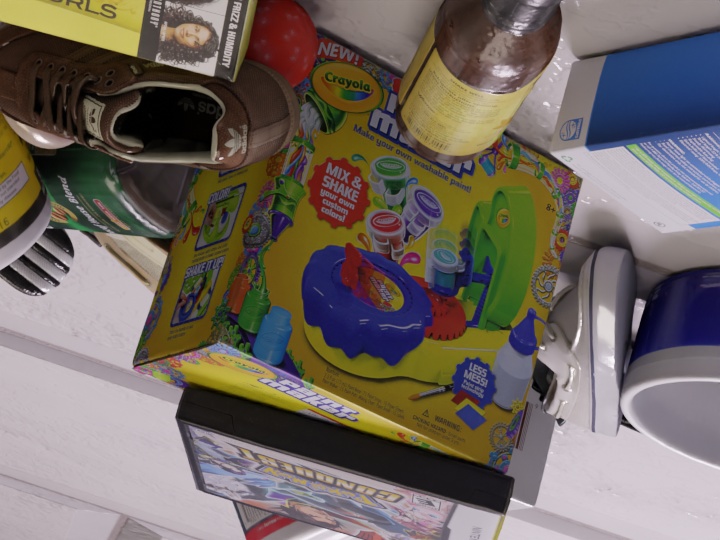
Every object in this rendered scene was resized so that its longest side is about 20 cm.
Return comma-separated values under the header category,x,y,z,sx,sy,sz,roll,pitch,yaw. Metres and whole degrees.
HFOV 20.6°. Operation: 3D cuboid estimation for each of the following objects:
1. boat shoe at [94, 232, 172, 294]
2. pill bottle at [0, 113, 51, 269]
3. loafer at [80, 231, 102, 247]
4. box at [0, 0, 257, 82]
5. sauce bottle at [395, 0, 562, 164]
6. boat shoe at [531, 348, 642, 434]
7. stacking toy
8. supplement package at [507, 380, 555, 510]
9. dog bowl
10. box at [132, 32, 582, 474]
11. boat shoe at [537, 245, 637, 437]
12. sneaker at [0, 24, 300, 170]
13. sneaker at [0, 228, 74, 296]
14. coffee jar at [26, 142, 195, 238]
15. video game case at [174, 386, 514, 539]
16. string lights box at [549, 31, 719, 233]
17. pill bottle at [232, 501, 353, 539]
category,x,y,z,sx,sy,sz,roll,pitch,yaw
boat shoe,-0.100,0.013,1.373,0.200,0.072,0.065,40,141,-11
pill bottle,-0.267,-0.097,1.164,0.110,0.111,0.201,3,128,33
loafer,-0.139,-0.021,1.416,0.198,0.063,0.072,18,160,-3
box,-0.149,-0.162,1.015,0.198,0.050,0.076,16,123,-1
sauce bottle,0.066,-0.114,1.004,0.064,0.065,0.200,18,162,-6
boat shoe,0.165,0.086,1.452,0.198,0.067,0.075,19,161,-5
stacking toy,-0.111,-0.123,1.125,0.198,0.086,0.085,-6,151,32
supplement package,0.051,0.122,1.563,0.116,0.118,0.199,25,158,-25
dog bowl,0.278,0.076,1.317,0.198,0.079,0.200,15,160,6
box,0.000,0.000,1.171,0.199,0.194,0.122,25,159,-25
boat shoe,0.147,0.047,1.336,0.069,0.071,0.201,10,152,12
sneaker,-0.133,-0.096,1.059,0.198,0.071,0.075,9,-160,22
sneaker,-0.303,-0.060,1.439,0.200,0.076,0.115,46,172,-25
coffee jar,-0.206,-0.074,1.296,0.198,0.086,0.104,4,156,32
video game case,-0.010,0.132,1.208,0.198,0.026,0.181,15,161,5
string lights box,0.206,-0.073,1.009,0.102,0.059,0.199,31,156,-36
pill bottle,-0.057,0.106,1.468,0.119,0.202,0.120,-20,167,-5
